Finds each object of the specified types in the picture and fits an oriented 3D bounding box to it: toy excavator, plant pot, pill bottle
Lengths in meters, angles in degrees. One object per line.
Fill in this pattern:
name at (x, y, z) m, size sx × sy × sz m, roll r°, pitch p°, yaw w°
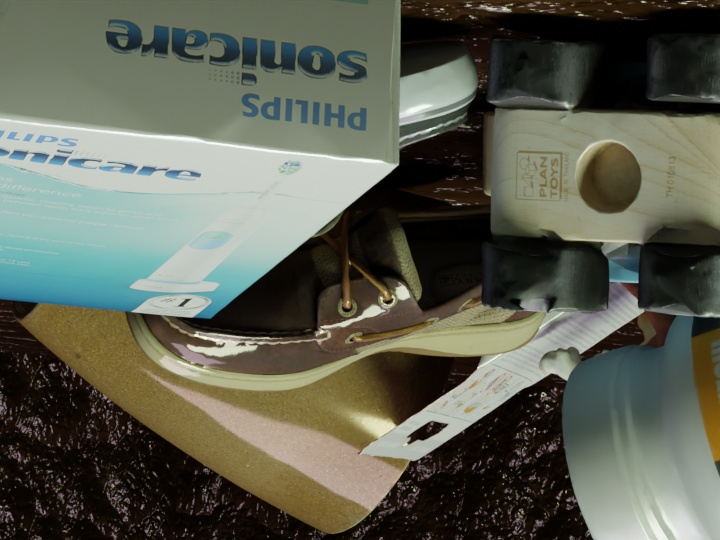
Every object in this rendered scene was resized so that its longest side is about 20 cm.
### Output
toy excavator at (0.104, -0.038, 1.052) m, size 0.193 × 0.101 × 0.200 m, roll 3°, pitch -177°, yaw 30°
plant pot at (-0.072, 0.015, 1.414) m, size 0.199 × 0.188 × 0.186 m, roll 23°, pitch 168°, yaw -20°
pill bottle at (0.184, 0.051, 1.018) m, size 0.199 × 0.117 × 0.116 m, roll -20°, pitch 165°, yaw 25°

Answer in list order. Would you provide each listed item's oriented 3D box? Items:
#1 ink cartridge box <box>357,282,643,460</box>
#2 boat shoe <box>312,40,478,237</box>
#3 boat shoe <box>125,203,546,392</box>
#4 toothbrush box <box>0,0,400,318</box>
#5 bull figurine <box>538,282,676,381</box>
ink cartridge box at (0.085, 0.017, 1.284) m, size 0.199 × 0.050 × 0.161 m, roll -32°, pitch 169°, yaw 7°
boat shoe at (-0.035, -0.039, 1.047) m, size 0.199 × 0.057 × 0.069 m, roll -15°, pitch -167°, yaw 32°
boat shoe at (0.000, 0.000, 1.130) m, size 0.199 × 0.073 × 0.072 m, roll -2°, pitch 145°, yaw -27°
toothbrush box at (-0.086, -0.052, 0.869) m, size 0.145 × 0.086 × 0.200 m, roll 6°, pitch 165°, yaw -18°
bull figurine at (0.133, 0.058, 1.166) m, size 0.065 × 0.201 × 0.122 m, roll -18°, pitch -128°, yaw -33°
